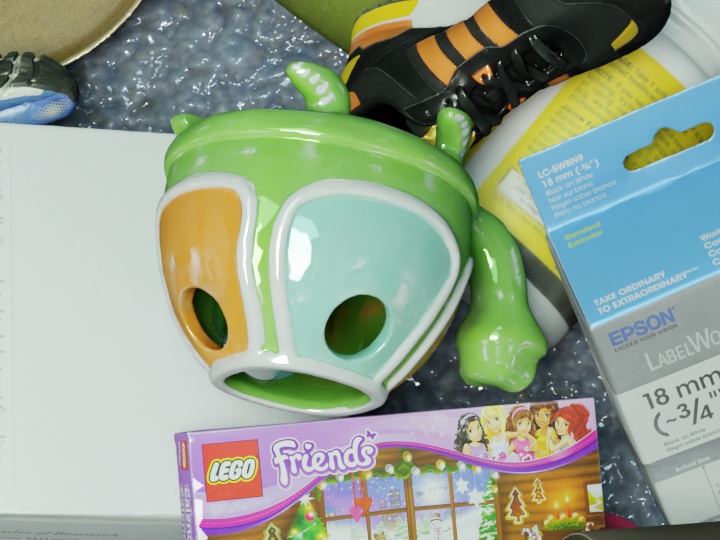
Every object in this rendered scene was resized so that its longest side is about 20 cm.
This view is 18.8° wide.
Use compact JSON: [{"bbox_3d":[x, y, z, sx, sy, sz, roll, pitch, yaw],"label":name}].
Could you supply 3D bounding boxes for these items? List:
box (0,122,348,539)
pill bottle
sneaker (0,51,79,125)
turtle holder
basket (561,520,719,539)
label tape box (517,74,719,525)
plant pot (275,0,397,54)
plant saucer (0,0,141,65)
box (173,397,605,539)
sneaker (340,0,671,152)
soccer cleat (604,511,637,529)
[{"bbox_3d":[-0.118,0.041,1.088,0.200,0.131,0.199,3,71,-19],"label":"box"},{"bbox_3d":[0.115,-0.069,1.122,0.114,0.114,0.200,37,84,19],"label":"pill bottle"},{"bbox_3d":[-0.235,-0.051,1.209,0.200,0.079,0.089,-28,107,18],"label":"sneaker"},{"bbox_3d":[-0.011,0.000,1.004,0.141,0.185,0.132,-7,66,30],"label":"turtle holder"},{"bbox_3d":[0.187,0.178,0.975,0.200,0.136,0.180,6,42,-15],"label":"basket"},{"bbox_3d":[0.179,0.015,1.049,0.144,0.063,0.200,-23,114,4],"label":"label tape box"},{"bbox_3d":[-0.008,-0.209,1.171,0.187,0.187,0.200,-35,86,0],"label":"plant pot"},{"bbox_3d":[-0.200,-0.197,1.266,0.200,0.035,0.201,-3,73,11],"label":"plant saucer"},{"bbox_3d":[0.017,0.135,1.013,0.200,0.039,0.137,-4,86,-16],"label":"box"},{"bbox_3d":[0.065,-0.093,1.046,0.200,0.070,0.090,-11,53,45],"label":"sneaker"},{"bbox_3d":[0.053,0.182,1.091,0.200,0.086,0.070,-19,44,-17],"label":"soccer cleat"}]
